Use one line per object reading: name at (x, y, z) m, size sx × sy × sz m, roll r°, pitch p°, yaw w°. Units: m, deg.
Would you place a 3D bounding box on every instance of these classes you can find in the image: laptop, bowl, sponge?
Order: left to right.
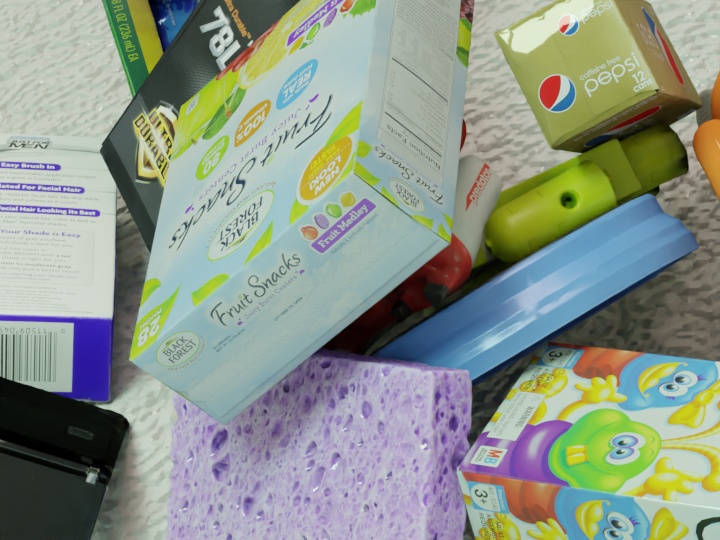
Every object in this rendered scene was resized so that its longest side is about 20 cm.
laptop at (-0.225, 0.120, 1.552) m, size 0.177 × 0.103 × 0.200 m, roll 18°, pitch 11°, yaw -4°
sponge at (-0.024, 0.094, 1.459) m, size 0.030 × 0.112 × 0.200 m, roll 1°, pitch 4°, yaw -40°
bowl at (0.076, 0.024, 1.509) m, size 0.200 × 0.039 × 0.201 m, roll -31°, pitch -4°, yaw -2°

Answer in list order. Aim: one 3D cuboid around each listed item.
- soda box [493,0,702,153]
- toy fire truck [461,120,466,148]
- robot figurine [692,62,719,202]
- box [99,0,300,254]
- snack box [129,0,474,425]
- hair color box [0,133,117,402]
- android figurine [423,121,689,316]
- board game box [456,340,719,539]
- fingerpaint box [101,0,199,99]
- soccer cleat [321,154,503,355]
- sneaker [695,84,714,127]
soda box at (0.128, -0.104, 1.566) m, size 0.064 × 0.068 × 0.200 m, roll -28°, pitch -5°, yaw 11°
toy fire truck at (-0.026, -0.046, 1.724) m, size 0.168 × 0.112 × 0.200 m, roll -38°, pitch 32°, yaw 13°
robot figurine at (0.256, -0.065, 1.523) m, size 0.117 × 0.144 × 0.200 m, roll -50°, pitch 48°, yaw 26°
box at (-0.048, -0.076, 1.635) m, size 0.050 × 0.199 × 0.200 m, roll 14°, pitch 33°, yaw -37°
snack box at (-0.026, -0.049, 1.452) m, size 0.169 × 0.068 × 0.200 m, roll -40°, pitch 28°, yaw 32°
hair color box at (-0.196, -0.005, 1.729) m, size 0.109 × 0.065 × 0.200 m, roll 2°, pitch 34°, yaw -5°
android figurine at (0.077, -0.017, 1.593) m, size 0.200 × 0.041 × 0.182 m, roll -27°, pitch -4°, yaw -15°
board game box at (0.163, 0.113, 1.387) m, size 0.200 × 0.105 × 0.103 m, roll 6°, pitch 39°, yaw 31°
fingerpaint box at (-0.070, -0.162, 1.808) m, size 0.167 × 0.200 × 0.073 m, roll -18°, pitch 34°, yaw -5°
soccer cleat at (0.000, 0.000, 1.508) m, size 0.200 × 0.069 × 0.085 m, roll -30°, pitch 20°, yaw 52°
sneaker at (0.291, -0.069, 1.648) m, size 0.116 × 0.074 × 0.200 m, roll -34°, pitch 47°, yaw -30°
